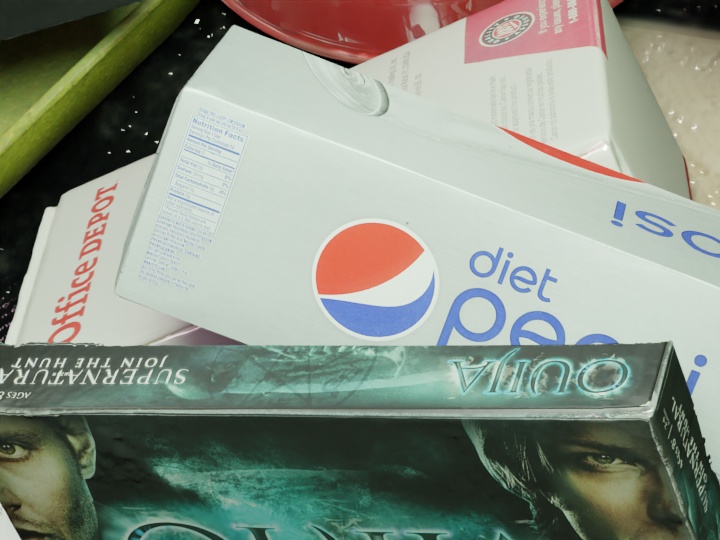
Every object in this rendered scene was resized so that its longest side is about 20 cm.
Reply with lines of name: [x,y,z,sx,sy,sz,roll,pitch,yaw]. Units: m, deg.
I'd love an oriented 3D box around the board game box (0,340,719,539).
board game box: [0.002,0.074,0.750,0.200,0.135,0.028,-1,44,24]

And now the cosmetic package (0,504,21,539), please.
cosmetic package: [-0.164,0.082,0.939,0.113,0.081,0.200,-48,55,-3]

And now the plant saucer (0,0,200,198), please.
plant saucer: [-0.167,-0.082,1.009,0.199,0.048,0.200,18,48,30]

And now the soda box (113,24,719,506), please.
soda box: [0.041,0.004,0.746,0.200,0.068,0.064,21,110,2]

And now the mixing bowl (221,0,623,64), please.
mixing bowl: [0.021,-0.179,0.944,0.200,0.108,0.200,-5,57,8]

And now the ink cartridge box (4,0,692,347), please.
ink cartridge box: [0.000,0.000,0.870,0.200,0.083,0.147,-23,24,13]

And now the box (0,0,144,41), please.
box: [-0.158,-0.164,0.980,0.163,0.086,0.200,-14,40,12]
